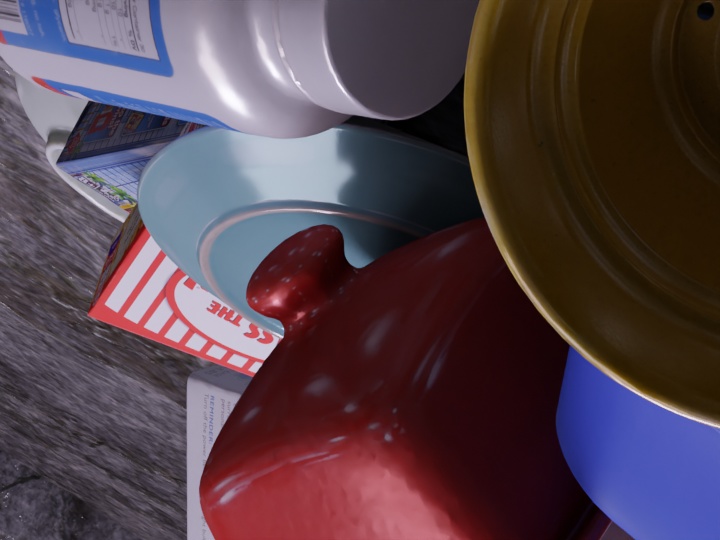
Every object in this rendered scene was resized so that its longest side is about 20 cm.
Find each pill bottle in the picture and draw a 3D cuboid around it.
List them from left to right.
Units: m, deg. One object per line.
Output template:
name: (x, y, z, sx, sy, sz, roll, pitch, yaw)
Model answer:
pill bottle: (-0.050, -0.110, 0.931, 0.200, 0.112, 0.112, 15, 159, 44)

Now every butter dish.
butter dish: (0.015, 0.047, 0.920, 0.148, 0.200, 0.199, 51, 141, -13)

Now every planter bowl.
planter bowl: (0.136, -0.057, 0.726, 0.200, 0.201, 0.083, 30, -159, 1)

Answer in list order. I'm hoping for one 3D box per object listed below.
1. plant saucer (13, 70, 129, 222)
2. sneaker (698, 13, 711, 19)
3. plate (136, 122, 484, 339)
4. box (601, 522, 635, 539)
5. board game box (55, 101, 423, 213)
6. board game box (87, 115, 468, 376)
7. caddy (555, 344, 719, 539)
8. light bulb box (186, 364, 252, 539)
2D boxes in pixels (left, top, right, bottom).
plant saucer: (-0.117, -0.059, 1.343, 0.200, 0.050, 0.200, 27, 165, 8)
sneaker: (0.104, -0.045, 0.932, 0.083, 0.071, 0.200, 22, 167, 6)
plate: (0.000, 0.000, 1.023, 0.200, 0.026, 0.200, 11, 153, 6)
box: (0.190, 0.086, 0.967, 0.048, 0.159, 0.200, 39, 174, -26)
board game box: (-0.025, -0.044, 1.170, 0.200, 0.062, 0.200, 31, 161, -14)
board game box: (-0.025, -0.008, 1.100, 0.151, 0.046, 0.200, 20, 153, -11)
caddy: (0.158, 0.038, 0.794, 0.200, 0.141, 0.105, 39, 137, 28)
light bulb box: (0.045, 0.114, 1.277, 0.198, 0.125, 0.200, -14, -159, -43)
